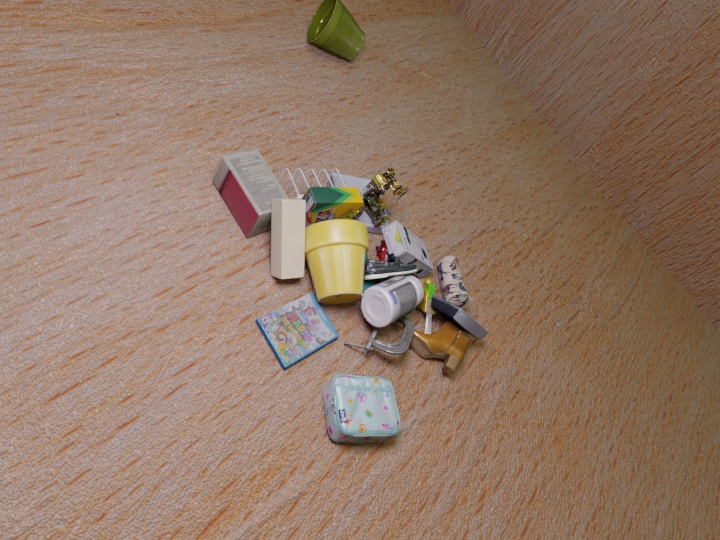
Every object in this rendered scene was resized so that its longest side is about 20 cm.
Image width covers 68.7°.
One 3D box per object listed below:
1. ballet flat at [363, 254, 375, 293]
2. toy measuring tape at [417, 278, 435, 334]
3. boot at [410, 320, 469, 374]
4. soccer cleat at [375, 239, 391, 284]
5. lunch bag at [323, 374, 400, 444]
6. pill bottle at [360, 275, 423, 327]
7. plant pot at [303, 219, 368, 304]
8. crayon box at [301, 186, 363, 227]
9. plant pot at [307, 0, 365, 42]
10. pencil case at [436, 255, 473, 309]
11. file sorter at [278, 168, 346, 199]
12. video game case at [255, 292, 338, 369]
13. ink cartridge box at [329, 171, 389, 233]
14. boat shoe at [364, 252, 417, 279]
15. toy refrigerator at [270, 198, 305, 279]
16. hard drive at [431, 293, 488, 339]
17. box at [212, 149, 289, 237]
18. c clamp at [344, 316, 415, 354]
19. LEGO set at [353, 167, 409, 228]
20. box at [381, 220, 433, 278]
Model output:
[{"bbox_3d":[0.000,0.000,1.577,0.068,0.065,0.207,9,58,-28],"label":"ballet flat"},{"bbox_3d":[0.200,0.128,1.654,0.071,0.073,0.208,14,74,-27],"label":"toy measuring tape"},{"bbox_3d":[0.232,0.202,1.590,0.199,0.071,0.145,38,51,-4],"label":"boot"},{"bbox_3d":[0.088,-0.008,1.649,0.083,0.069,0.205,23,45,-21],"label":"soccer cleat"},{"bbox_3d":[0.001,0.344,1.324,0.194,0.077,0.166,11,54,-30],"label":"lunch bag"},{"bbox_3d":[0.097,0.082,1.514,0.197,0.114,0.116,-18,70,-52],"label":"pill bottle"},{"bbox_3d":[-0.067,-0.016,1.461,0.195,0.199,0.197,4,72,-34],"label":"plant pot"},{"bbox_3d":[-0.110,-0.153,1.507,0.168,0.200,0.060,-6,61,-38],"label":"crayon box"},{"bbox_3d":[-0.086,-0.956,2.122,0.189,0.198,0.206,26,46,-34],"label":"plant pot"},{"bbox_3d":[0.307,0.037,1.743,0.086,0.079,0.204,11,39,-15],"label":"pencil case"},{"bbox_3d":[-0.150,-0.220,1.572,0.195,0.139,0.127,-8,61,-40],"label":"file sorter"},{"bbox_3d":[-0.162,0.153,1.381,0.197,0.018,0.145,-24,76,-44],"label":"video game case"},{"bbox_3d":[-0.009,-0.222,1.746,0.194,0.041,0.206,7,57,-33],"label":"ink cartridge box"},{"bbox_3d":[0.089,-0.016,1.550,0.193,0.074,0.069,-8,89,-32],"label":"boat shoe"},{"bbox_3d":[-0.196,-0.087,1.416,0.074,0.069,0.209,-6,102,-38],"label":"toy refrigerator"},{"bbox_3d":[0.304,0.148,1.632,0.133,0.043,0.199,29,-6,46],"label":"hard drive"},{"bbox_3d":[-0.303,-0.217,1.474,0.126,0.109,0.203,-23,75,-43],"label":"box"},{"bbox_3d":[0.067,0.174,1.492,0.165,0.028,0.200,17,32,17],"label":"c clamp"},{"bbox_3d":[0.060,-0.207,1.637,0.117,0.199,0.153,52,25,7],"label":"LEGO set"},{"bbox_3d":[0.154,-0.065,1.687,0.198,0.059,0.120,28,40,-51],"label":"box"}]
